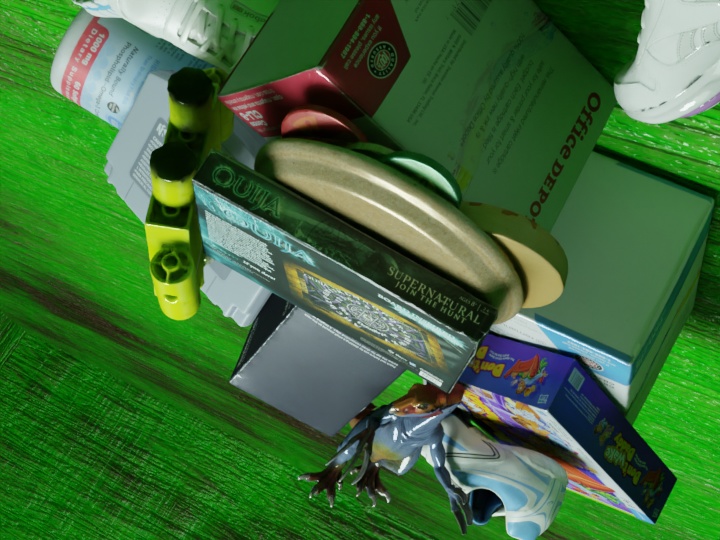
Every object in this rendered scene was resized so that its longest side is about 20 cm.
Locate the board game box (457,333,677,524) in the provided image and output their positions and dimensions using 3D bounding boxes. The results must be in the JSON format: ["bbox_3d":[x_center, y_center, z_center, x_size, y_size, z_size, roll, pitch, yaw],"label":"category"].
[{"bbox_3d":[0.151,0.122,0.936,0.134,0.045,0.200,15,158,46],"label":"board game box"}]

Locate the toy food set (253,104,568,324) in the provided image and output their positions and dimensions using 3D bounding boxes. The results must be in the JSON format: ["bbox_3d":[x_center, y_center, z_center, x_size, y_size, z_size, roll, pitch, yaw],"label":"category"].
[{"bbox_3d":[0.019,-0.029,0.739,0.198,0.049,0.200,36,162,-18],"label":"toy food set"}]

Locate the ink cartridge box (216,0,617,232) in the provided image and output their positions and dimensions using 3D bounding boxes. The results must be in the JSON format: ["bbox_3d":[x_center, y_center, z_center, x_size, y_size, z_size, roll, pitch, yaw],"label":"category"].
[{"bbox_3d":[0.041,-0.115,0.788,0.200,0.146,0.144,40,160,-25],"label":"ink cartridge box"}]

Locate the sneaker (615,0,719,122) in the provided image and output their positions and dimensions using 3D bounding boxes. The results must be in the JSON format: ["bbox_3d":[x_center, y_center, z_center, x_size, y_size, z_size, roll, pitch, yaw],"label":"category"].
[{"bbox_3d":[0.182,-0.146,0.608,0.100,0.075,0.200,45,157,-2],"label":"sneaker"}]

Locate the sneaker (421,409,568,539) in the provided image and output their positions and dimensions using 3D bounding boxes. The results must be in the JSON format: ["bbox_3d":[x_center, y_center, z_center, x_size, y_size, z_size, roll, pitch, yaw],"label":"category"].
[{"bbox_3d":[0.088,0.161,0.955,0.072,0.073,0.200,39,170,-27],"label":"sneaker"}]

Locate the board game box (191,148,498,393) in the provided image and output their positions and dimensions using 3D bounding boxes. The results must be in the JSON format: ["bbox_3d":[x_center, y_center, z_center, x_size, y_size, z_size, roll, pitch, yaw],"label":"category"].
[{"bbox_3d":[-0.014,0.005,0.754,0.200,0.028,0.135,30,162,5],"label":"board game box"}]

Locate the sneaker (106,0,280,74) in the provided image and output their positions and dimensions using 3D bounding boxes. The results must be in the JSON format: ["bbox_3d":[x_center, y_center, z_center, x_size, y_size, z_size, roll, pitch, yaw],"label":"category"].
[{"bbox_3d":[-0.084,-0.176,0.838,0.199,0.075,0.100,13,-144,-28],"label":"sneaker"}]

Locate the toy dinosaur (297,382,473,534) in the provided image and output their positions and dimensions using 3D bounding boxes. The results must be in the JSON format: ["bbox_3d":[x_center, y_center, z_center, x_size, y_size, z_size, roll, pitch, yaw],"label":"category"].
[{"bbox_3d":[0.022,0.120,0.936,0.105,0.200,0.182,17,128,-24],"label":"toy dinosaur"}]

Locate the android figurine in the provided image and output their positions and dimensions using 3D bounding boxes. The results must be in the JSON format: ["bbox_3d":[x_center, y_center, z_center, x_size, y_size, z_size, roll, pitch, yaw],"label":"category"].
[{"bbox_3d":[-0.125,-0.054,0.864,0.041,0.183,0.200,8,152,-1],"label":"android figurine"}]

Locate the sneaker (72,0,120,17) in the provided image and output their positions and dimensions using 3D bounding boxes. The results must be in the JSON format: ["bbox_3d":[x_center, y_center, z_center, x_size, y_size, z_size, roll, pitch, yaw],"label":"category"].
[{"bbox_3d":[-0.157,-0.223,0.948,0.200,0.075,0.087,11,160,48],"label":"sneaker"}]

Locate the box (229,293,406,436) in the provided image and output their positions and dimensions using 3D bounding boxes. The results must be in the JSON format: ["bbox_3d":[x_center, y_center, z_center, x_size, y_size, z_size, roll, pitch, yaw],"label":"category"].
[{"bbox_3d":[0.000,0.000,0.962,0.104,0.200,0.182,30,139,-12],"label":"box"}]

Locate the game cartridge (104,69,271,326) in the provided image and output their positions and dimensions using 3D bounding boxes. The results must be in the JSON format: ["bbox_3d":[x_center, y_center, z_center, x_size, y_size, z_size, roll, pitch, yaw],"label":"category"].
[{"bbox_3d":[-0.126,-0.068,0.980,0.200,0.040,0.133,47,125,18],"label":"game cartridge"}]

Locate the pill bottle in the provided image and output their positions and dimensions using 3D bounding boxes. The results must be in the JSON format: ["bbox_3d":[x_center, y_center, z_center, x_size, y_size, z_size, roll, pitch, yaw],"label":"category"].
[{"bbox_3d":[-0.170,-0.161,1.068,0.200,0.109,0.109,31,163,-2],"label":"pill bottle"}]

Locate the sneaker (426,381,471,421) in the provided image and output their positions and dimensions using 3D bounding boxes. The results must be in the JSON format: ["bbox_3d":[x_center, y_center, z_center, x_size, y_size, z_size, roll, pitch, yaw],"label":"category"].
[{"bbox_3d":[0.091,0.042,1.080,0.076,0.201,0.088,14,173,-25],"label":"sneaker"}]

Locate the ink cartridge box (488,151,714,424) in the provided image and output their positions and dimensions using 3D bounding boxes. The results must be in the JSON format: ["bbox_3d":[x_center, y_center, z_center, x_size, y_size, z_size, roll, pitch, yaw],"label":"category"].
[{"bbox_3d":[0.177,0.019,0.933,0.146,0.146,0.200,25,163,20],"label":"ink cartridge box"}]

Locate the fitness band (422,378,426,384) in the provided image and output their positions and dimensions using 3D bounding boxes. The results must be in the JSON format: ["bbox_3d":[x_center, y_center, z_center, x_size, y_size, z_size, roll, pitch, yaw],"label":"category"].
[{"bbox_3d":[0.078,0.055,1.216,0.037,0.144,0.200,-4,159,2],"label":"fitness band"}]
